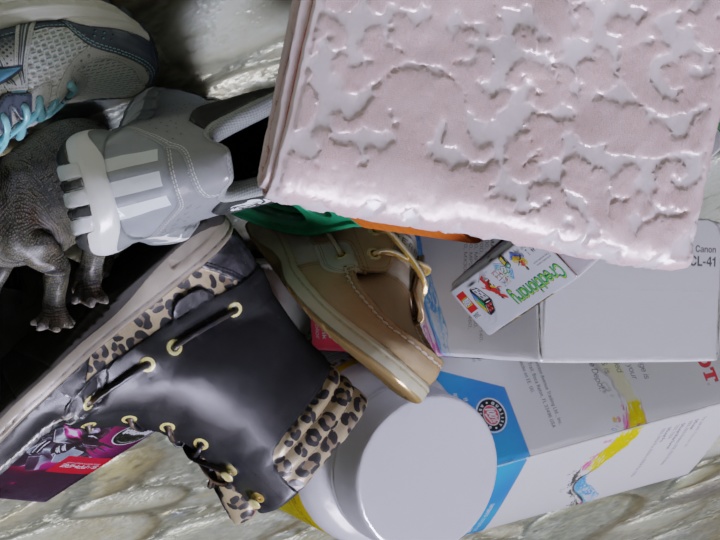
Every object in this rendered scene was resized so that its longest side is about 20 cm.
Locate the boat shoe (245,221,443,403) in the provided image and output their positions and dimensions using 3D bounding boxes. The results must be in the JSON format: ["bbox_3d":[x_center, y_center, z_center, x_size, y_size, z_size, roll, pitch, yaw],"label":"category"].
[{"bbox_3d":[0.000,0.000,1.322,0.069,0.200,0.074,-44,126,2],"label":"boat shoe"}]

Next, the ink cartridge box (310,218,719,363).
[{"bbox_3d":[0.087,0.008,1.411,0.148,0.086,0.200,1,-178,-39],"label":"ink cartridge box"}]

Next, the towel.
[{"bbox_3d":[0.069,-0.106,1.061,0.200,0.191,0.032,10,-173,-15],"label":"towel"}]

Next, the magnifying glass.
[{"bbox_3d":[-0.016,-0.036,1.259,0.200,0.022,0.080,12,163,44],"label":"magnifying glass"}]

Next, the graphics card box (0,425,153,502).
[{"bbox_3d":[-0.174,0.076,1.497,0.200,0.051,0.125,-34,154,26],"label":"graphics card box"}]

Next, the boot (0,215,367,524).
[{"bbox_3d":[-0.106,0.077,1.293,0.200,0.151,0.073,-44,-159,-4],"label":"boot"}]

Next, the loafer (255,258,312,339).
[{"bbox_3d":[-0.074,0.033,1.410,0.070,0.070,0.200,-6,-170,38],"label":"loafer"}]

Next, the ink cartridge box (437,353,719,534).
[{"bbox_3d":[0.122,0.069,1.607,0.200,0.147,0.145,-13,158,-16],"label":"ink cartridge box"}]

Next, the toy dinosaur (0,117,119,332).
[{"bbox_3d":[-0.151,-0.034,1.220,0.200,0.077,0.102,-19,120,-43],"label":"toy dinosaur"}]

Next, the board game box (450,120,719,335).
[{"bbox_3d":[0.140,-0.054,1.188,0.200,0.035,0.126,-41,180,-20],"label":"board game box"}]

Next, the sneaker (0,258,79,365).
[{"bbox_3d":[-0.216,0.009,1.282,0.200,0.076,0.091,-3,145,-42],"label":"sneaker"}]

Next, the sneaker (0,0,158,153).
[{"bbox_3d":[-0.180,-0.070,1.105,0.200,0.086,0.078,-9,155,-28],"label":"sneaker"}]

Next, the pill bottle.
[{"bbox_3d":[-0.010,0.101,1.490,0.114,0.114,0.200,-8,-167,-28],"label":"pill bottle"}]

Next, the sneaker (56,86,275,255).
[{"bbox_3d":[-0.060,-0.053,1.163,0.115,0.075,0.200,-13,-170,13],"label":"sneaker"}]
